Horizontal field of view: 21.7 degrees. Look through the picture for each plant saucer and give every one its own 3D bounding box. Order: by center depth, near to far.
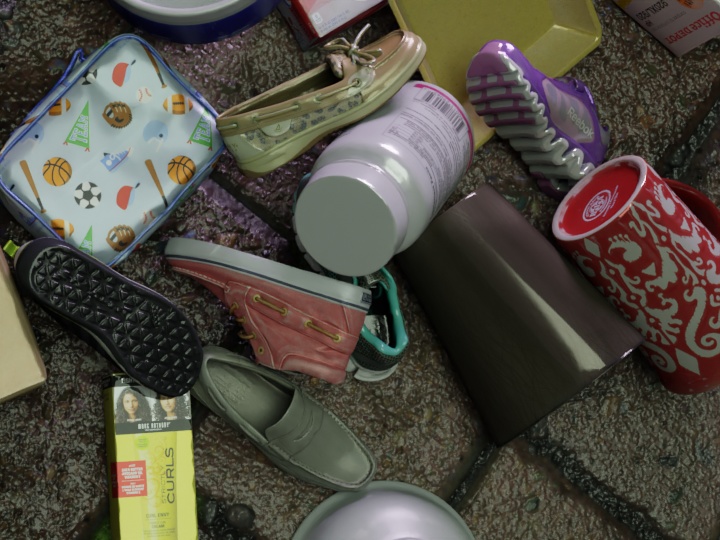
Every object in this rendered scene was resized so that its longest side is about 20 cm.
[{"bbox_3d":[0.118,-0.243,1.759,0.200,0.048,0.201,-41,128,-18],"label":"plant saucer"}]

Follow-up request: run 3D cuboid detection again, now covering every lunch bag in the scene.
[{"bbox_3d":[-0.224,-0.107,1.666,0.160,0.076,0.200,44,75,-5],"label":"lunch bag"}]

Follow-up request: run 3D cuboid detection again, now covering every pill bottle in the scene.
[{"bbox_3d":[0.021,-0.081,1.659,0.113,0.113,0.200,48,34,-6],"label":"pill bottle"}]

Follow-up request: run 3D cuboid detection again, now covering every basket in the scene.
[{"bbox_3d":[0.132,0.033,1.720,0.201,0.180,0.136,53,33,4],"label":"basket"}]

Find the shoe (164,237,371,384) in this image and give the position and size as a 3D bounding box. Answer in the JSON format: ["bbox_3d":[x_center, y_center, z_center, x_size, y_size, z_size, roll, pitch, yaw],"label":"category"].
[{"bbox_3d":[-0.093,0.036,1.660,0.199,0.071,0.092,16,87,17],"label":"shoe"}]

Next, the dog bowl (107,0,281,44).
[{"bbox_3d":[-0.151,-0.308,1.676,0.198,0.079,0.202,-1,77,3],"label":"dog bowl"}]

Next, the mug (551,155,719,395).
[{"bbox_3d":[0.276,-0.009,1.759,0.133,0.178,0.200,-36,115,17],"label":"mug"}]

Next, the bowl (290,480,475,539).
[{"bbox_3d":[0.032,0.288,1.685,0.199,0.090,0.203,2,82,-16],"label":"bowl"}]

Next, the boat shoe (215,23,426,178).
[{"bbox_3d":[-0.033,-0.158,1.653,0.199,0.073,0.063,-35,113,-6],"label":"boat shoe"}]

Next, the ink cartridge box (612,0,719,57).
[{"bbox_3d":[0.299,-0.335,1.806,0.200,0.147,0.145,39,75,-8],"label":"ink cartridge box"}]

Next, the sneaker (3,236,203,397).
[{"bbox_3d":[-0.220,0.032,1.619,0.200,0.083,0.072,42,77,-21],"label":"sneaker"}]

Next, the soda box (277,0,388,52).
[{"bbox_3d":[0.017,-0.286,1.762,0.199,0.063,0.070,-33,93,-17],"label":"soda box"}]

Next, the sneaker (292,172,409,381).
[{"bbox_3d":[0.000,0.000,1.708,0.077,0.091,0.201,-22,90,-18],"label":"sneaker"}]

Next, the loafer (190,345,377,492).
[{"bbox_3d":[-0.069,0.136,1.681,0.199,0.070,0.070,31,77,-9],"label":"loafer"}]

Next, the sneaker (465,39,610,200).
[{"bbox_3d":[0.174,-0.154,1.763,0.200,0.080,0.089,48,65,-36],"label":"sneaker"}]

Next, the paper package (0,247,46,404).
[{"bbox_3d":[-0.385,0.040,1.586,0.189,0.103,0.201,-23,91,-16],"label":"paper package"}]

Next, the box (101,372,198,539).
[{"bbox_3d":[-0.184,0.191,1.653,0.075,0.050,0.202,-1,84,-17],"label":"box"}]
